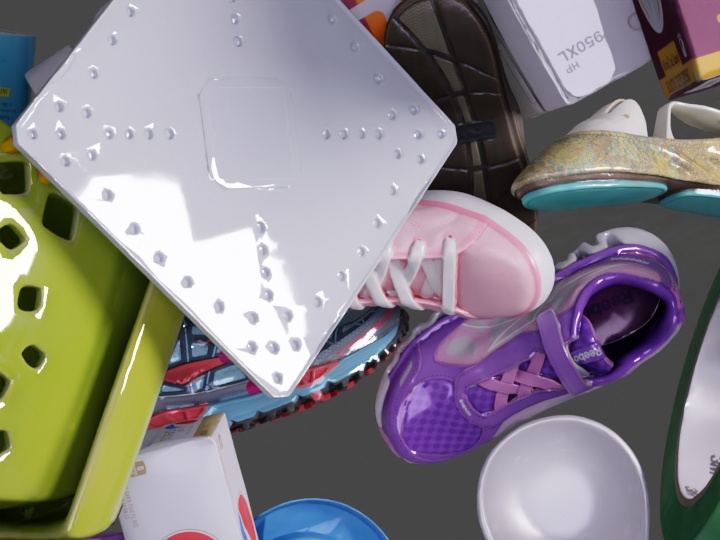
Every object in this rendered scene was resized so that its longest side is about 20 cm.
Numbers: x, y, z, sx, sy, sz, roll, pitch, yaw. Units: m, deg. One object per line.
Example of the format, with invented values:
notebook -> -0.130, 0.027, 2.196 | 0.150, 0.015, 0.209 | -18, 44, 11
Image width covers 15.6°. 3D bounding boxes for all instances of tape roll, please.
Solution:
tape roll -> 0.220, 0.064, 1.444 | 0.048, 0.200, 0.201 | 17, 90, -4

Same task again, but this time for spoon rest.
spoon rest -> 0.133, 0.181, 1.512 | 0.099, 0.061, 0.201 | -19, 93, -3

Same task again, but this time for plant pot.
plant pot -> -0.208, 0.038, 1.371 | 0.181, 0.200, 0.200 | 25, 74, -24

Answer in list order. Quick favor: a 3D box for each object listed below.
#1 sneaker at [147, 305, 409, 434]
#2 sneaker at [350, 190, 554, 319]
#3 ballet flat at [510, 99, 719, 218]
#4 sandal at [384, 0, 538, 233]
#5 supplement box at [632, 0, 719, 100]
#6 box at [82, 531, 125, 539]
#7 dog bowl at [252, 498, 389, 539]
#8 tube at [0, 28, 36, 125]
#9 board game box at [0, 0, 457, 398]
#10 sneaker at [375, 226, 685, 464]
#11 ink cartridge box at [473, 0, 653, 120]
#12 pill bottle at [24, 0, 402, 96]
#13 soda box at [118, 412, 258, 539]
sneaker -> -0.072, 0.043, 1.486 | 0.200, 0.079, 0.096 | -20, 91, -3
sneaker -> 0.000, 0.000, 1.445 | 0.200, 0.105, 0.076 | 19, 132, 22
ballet flat -> 0.165, -0.065, 1.480 | 0.200, 0.071, 0.071 | 2, 92, -32
sandal -> 0.054, -0.076, 1.476 | 0.081, 0.055, 0.200 | -7, 123, 12
supplement box -> 0.165, -0.194, 1.281 | 0.085, 0.110, 0.201 | -18, 89, -2
box -> -0.177, 0.244, 1.460 | 0.039, 0.137, 0.201 | -7, 93, -44
dog bowl -> -0.071, 0.203, 1.504 | 0.200, 0.050, 0.112 | -24, 93, -2
tube -> -0.222, -0.039, 1.493 | 0.077, 0.050, 0.201 | 8, 96, 3
board game box -> -0.064, -0.068, 1.358 | 0.200, 0.026, 0.200 | 46, 57, -20
sneaker -> 0.102, 0.047, 1.484 | 0.200, 0.088, 0.081 | -30, 108, -5
ink cartridge box -> 0.141, -0.155, 1.433 | 0.144, 0.200, 0.084 | -31, 93, -3
pill bottle -> -0.080, -0.124, 1.465 | 0.200, 0.110, 0.110 | -32, 93, -3
soda box -> -0.081, 0.184, 1.434 | 0.063, 0.068, 0.201 | -14, 97, 4
